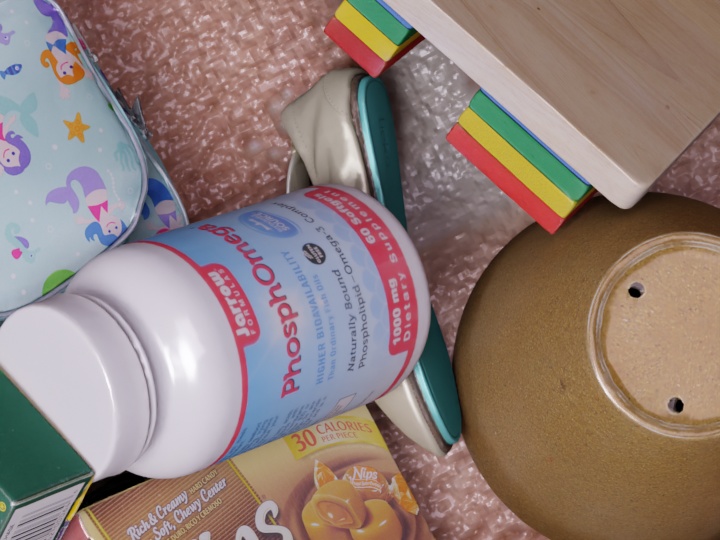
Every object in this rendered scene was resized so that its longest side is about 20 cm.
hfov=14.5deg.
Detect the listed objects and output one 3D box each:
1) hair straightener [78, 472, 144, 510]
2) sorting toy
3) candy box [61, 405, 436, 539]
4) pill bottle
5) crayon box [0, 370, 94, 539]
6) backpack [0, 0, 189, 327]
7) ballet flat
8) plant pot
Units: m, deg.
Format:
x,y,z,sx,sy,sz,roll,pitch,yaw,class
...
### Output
x,y,z,sx,sy,sz,roll,pitch,yaw,class
-0.117,0.102,1.403,0.200,0.041,0.077,-35,85,-5,hair straightener
0.086,-0.125,1.381,0.200,0.070,0.199,41,40,5,sorting toy
-0.053,0.142,1.335,0.200,0.055,0.116,-22,81,-46,candy box
-0.068,0.032,1.300,0.200,0.109,0.109,-20,82,-45,pill bottle
-0.228,0.108,1.280,0.173,0.058,0.200,44,124,20,crayon box
-0.180,-0.029,1.363,0.177,0.150,0.201,-34,99,-19,backpack
0.000,0.000,1.415,0.069,0.069,0.201,-11,81,-3,ballet flat
0.143,0.042,1.340,0.185,0.200,0.188,0,83,-3,plant pot
